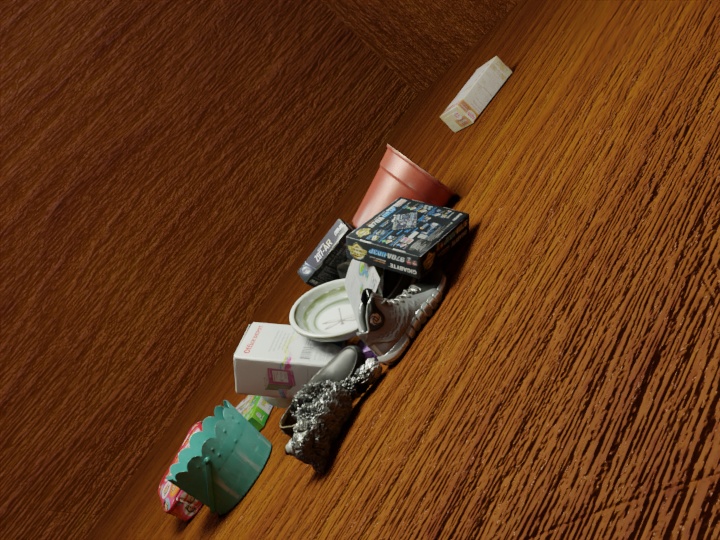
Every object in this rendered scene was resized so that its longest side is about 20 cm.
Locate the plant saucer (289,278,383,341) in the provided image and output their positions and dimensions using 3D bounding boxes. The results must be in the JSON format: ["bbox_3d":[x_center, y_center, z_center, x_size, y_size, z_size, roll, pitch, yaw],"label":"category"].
[{"bbox_3d":[-0.039,0.087,1.443,0.195,0.051,0.201,-10,30,6],"label":"plant saucer"}]

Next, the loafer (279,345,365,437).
[{"bbox_3d":[-0.066,0.216,1.303,0.072,0.072,0.202,35,91,37],"label":"loafer"}]

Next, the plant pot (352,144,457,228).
[{"bbox_3d":[0.090,-0.152,1.710,0.197,0.199,0.201,-55,9,9],"label":"plant pot"}]

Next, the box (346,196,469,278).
[{"bbox_3d":[0.090,-0.066,1.365,0.199,0.156,0.047,-39,-44,-46],"label":"box"}]

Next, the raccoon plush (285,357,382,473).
[{"bbox_3d":[-0.044,0.227,1.201,0.201,0.096,0.134,-49,18,6],"label":"raccoon plush"}]

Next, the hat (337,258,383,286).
[{"bbox_3d":[0.000,0.000,1.627,0.198,0.082,0.201,-28,14,7],"label":"hat"}]

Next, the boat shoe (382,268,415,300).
[{"bbox_3d":[0.070,-0.007,1.408,0.071,0.061,0.203,-34,21,35],"label":"boat shoe"}]

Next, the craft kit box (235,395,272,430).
[{"bbox_3d":[-0.282,0.369,1.839,0.200,0.048,0.199,-46,14,26],"label":"craft kit box"}]

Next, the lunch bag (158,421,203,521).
[{"bbox_3d":[-0.399,0.468,1.753,0.203,0.081,0.176,-61,23,-4],"label":"lunch bag"}]

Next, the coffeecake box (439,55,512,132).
[{"bbox_3d":[0.344,-0.526,2.219,0.201,0.073,0.153,-52,11,-8],"label":"coffeecake box"}]

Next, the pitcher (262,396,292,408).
[{"bbox_3d":[-0.145,0.218,1.614,0.171,0.122,0.200,-38,-3,-7],"label":"pitcher"}]

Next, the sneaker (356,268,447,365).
[{"bbox_3d":[0.063,0.051,1.267,0.201,0.115,0.075,-54,12,-22],"label":"sneaker"}]

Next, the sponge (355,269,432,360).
[{"bbox_3d":[0.061,0.084,1.400,0.201,0.030,0.111,-54,11,-21],"label":"sponge"}]

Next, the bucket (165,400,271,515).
[{"bbox_3d":[-0.288,0.389,1.526,0.208,0.134,0.208,-47,10,10],"label":"bucket"}]

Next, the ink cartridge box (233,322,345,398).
[{"bbox_3d":[-0.135,0.175,1.436,0.145,0.195,0.087,-72,-14,-66],"label":"ink cartridge box"}]

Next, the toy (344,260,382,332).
[{"bbox_3d":[0.015,0.025,1.386,0.201,0.046,0.117,-105,31,-63],"label":"toy"}]

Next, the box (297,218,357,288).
[{"bbox_3d":[-0.031,-0.015,1.721,0.161,0.199,0.044,-51,52,11],"label":"box"}]
